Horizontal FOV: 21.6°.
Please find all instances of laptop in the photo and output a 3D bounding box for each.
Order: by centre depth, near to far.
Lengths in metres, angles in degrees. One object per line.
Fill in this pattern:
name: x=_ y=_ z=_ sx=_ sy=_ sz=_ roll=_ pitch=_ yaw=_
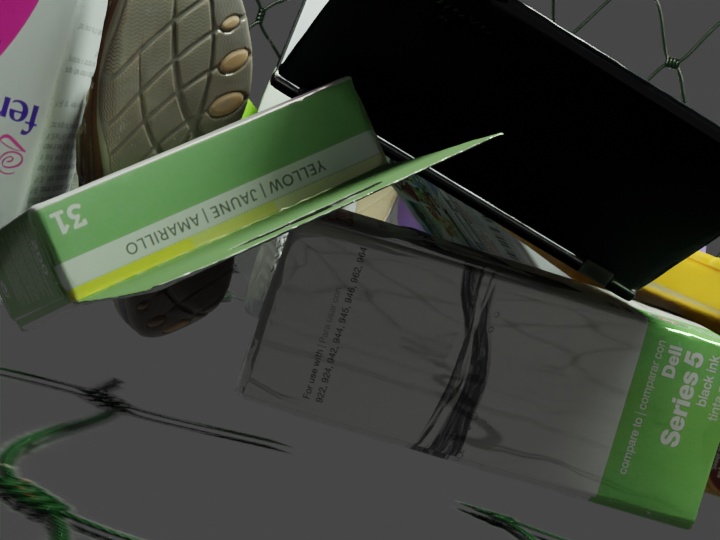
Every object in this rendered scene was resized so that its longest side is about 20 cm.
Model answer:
laptop: x=0.072 y=-0.086 z=0.818 sx=0.187 sy=0.116 sz=0.200 roll=31 pitch=27 yaw=-9

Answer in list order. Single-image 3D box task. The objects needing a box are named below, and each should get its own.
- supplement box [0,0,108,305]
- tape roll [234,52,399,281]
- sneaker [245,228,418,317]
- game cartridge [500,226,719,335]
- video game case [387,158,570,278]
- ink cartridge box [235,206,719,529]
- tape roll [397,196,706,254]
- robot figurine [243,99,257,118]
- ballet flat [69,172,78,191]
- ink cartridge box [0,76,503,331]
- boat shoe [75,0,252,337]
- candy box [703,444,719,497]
supplement box: x=-0.174 y=-0.094 z=0.853 sx=0.101 sy=0.200 sz=0.103 roll=16 pitch=5 yaw=1
tape roll: x=-0.013 y=-0.077 z=1.286 sx=0.071 sy=0.203 sz=0.202 roll=18 pitch=4 yaw=15
sneaker: x=0.000 y=0.000 z=1.071 sx=0.114 sy=0.076 sz=0.200 roll=14 pitch=2 yaw=0
game cartridge: x=0.189 y=0.023 z=0.955 sx=0.200 sy=0.032 sz=0.176 roll=23 pitch=-4 yaw=35
video game case: x=0.092 y=0.005 z=1.122 sx=0.200 sy=0.022 sz=0.182 roll=53 pitch=-9 yaw=-20
ink cartridge box: x=0.053 y=0.037 z=0.846 sx=0.200 sy=0.084 sz=0.146 roll=17 pitch=4 yaw=-3
tape roll: x=0.132 y=-0.033 z=1.301 sx=0.200 sy=0.200 sz=0.085 roll=15 pitch=-40 yaw=-24
robot figurine: x=-0.148 y=-0.135 z=1.182 sx=0.175 sy=0.116 sz=0.200 roll=18 pitch=-25 yaw=49
ballet flat: x=-0.124 y=-0.023 z=1.003 sx=0.064 sy=0.067 sz=0.200 roll=-13 pitch=1 yaw=15
ink cartridge box: x=-0.054 y=-0.030 z=0.724 sx=0.146 sy=0.048 sz=0.200 roll=-25 pitch=3 yaw=-23
boat shoe: x=-0.099 y=-0.065 z=0.851 sx=0.076 sy=0.200 sz=0.072 roll=-14 pitch=39 yaw=-32
candy box: x=0.172 y=0.080 z=0.977 sx=0.200 sy=0.056 sz=0.117 roll=16 pitch=4 yaw=7
